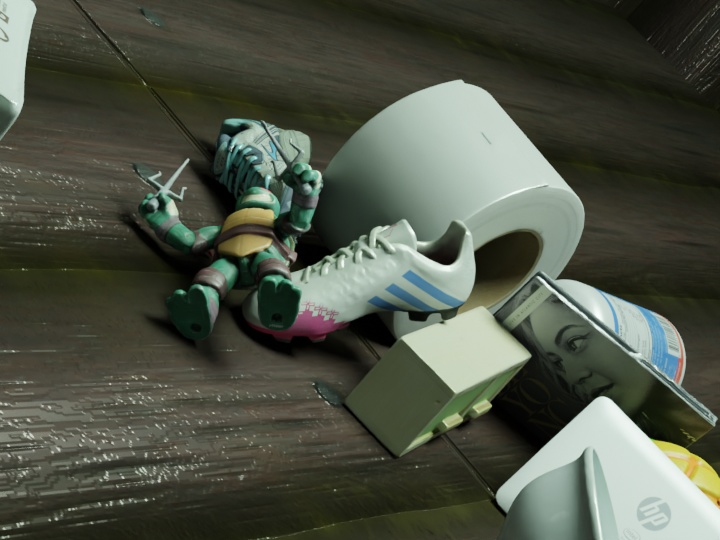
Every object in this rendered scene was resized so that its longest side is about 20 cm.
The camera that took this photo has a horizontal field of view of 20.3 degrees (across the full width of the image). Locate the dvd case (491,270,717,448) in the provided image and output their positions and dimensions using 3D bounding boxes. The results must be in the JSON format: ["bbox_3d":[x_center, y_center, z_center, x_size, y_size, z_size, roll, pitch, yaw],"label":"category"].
[{"bbox_3d":[0.190,0.104,1.745,0.200,0.149,0.016,40,45,-4],"label":"dvd case"}]

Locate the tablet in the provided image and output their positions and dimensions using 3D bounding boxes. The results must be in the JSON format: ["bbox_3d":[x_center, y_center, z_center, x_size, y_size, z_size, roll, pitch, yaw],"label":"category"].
[{"bbox_3d":[0.220,0.211,1.613,0.200,0.130,0.014,46,-14,13],"label":"tablet"}]

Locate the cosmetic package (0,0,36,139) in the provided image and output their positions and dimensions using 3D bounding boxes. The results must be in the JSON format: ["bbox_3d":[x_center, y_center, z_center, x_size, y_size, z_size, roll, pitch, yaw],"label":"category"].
[{"bbox_3d":[-0.310,-0.094,1.144,0.165,0.200,0.165,33,21,-20],"label":"cosmetic package"}]

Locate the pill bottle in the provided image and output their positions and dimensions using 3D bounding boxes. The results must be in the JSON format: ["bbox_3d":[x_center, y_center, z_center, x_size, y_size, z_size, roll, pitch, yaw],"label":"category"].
[{"bbox_3d":[0.209,0.072,1.891,0.200,0.112,0.112,20,28,-45],"label":"pill bottle"}]

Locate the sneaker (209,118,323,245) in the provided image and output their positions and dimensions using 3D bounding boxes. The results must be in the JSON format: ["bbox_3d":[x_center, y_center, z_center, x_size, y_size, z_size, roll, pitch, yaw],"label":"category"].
[{"bbox_3d":[-0.090,-0.075,1.732,0.086,0.078,0.200,22,18,-16],"label":"sneaker"}]

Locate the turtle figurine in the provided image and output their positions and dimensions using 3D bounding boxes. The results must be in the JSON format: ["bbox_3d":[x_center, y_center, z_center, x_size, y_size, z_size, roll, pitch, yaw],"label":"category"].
[{"bbox_3d":[-0.089,-0.028,1.540,0.101,0.150,0.200,58,19,-32],"label":"turtle figurine"}]

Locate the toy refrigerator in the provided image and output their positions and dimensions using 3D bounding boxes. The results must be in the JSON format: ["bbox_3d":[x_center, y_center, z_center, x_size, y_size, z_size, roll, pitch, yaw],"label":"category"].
[{"bbox_3d":[0.069,0.090,1.645,0.070,0.076,0.200,45,19,11],"label":"toy refrigerator"}]

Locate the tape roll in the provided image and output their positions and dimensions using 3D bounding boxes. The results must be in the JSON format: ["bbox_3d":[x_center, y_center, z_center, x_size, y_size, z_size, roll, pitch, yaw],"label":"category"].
[{"bbox_3d":[0.076,-0.044,1.759,0.203,0.203,0.139,13,35,-53],"label":"tape roll"}]

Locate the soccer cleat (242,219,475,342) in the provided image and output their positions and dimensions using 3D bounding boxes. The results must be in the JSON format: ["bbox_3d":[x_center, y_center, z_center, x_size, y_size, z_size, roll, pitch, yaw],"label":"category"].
[{"bbox_3d":[0.000,0.000,1.593,0.200,0.086,0.070,-8,34,-25],"label":"soccer cleat"}]

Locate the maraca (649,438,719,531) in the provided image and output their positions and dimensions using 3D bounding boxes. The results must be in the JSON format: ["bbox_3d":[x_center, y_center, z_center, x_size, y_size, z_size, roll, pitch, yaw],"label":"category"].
[{"bbox_3d":[0.267,0.233,1.675,0.137,0.107,0.200,1,63,-47],"label":"maraca"}]

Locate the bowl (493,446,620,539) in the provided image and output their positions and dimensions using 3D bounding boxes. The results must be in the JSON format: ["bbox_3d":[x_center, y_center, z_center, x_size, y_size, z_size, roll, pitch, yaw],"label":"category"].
[{"bbox_3d":[0.138,0.229,1.398,0.201,0.090,0.201,-11,90,-82],"label":"bowl"}]
